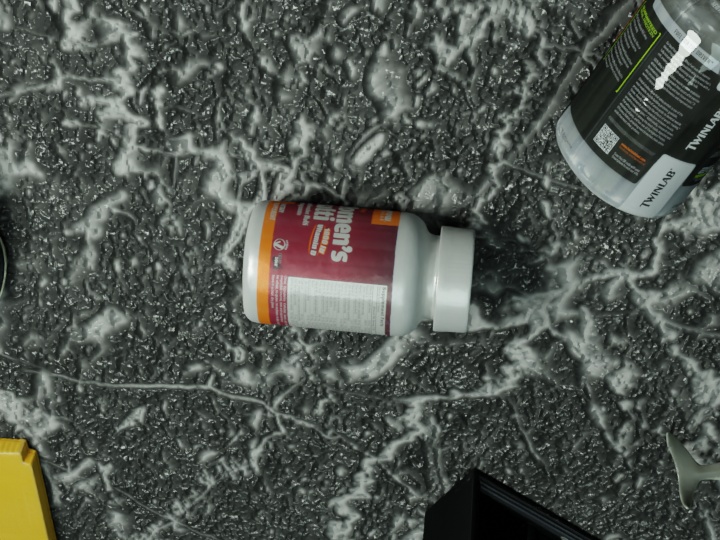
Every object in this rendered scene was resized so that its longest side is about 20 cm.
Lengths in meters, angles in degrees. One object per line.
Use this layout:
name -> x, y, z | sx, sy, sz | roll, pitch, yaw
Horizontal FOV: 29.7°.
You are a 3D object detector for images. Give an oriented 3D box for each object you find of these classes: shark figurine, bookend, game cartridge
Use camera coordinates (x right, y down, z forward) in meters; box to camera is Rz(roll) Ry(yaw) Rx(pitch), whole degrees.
shark figurine -> 0.413, 0.189, 1.334 | 0.212, 0.128, 0.091 | 10, 105, 22
bookend -> 0.162, 0.343, 1.393 | 0.197, 0.201, 0.092 | 32, 126, -16
game cartridge -> -0.447, 0.252, 1.516 | 0.197, 0.033, 0.178 | 2, 128, 3

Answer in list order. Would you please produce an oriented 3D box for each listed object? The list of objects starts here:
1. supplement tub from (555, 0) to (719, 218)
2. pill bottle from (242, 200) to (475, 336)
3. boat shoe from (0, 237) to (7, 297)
supplement tub -> 0.249, -0.149, 1.046 | 0.121, 0.123, 0.201 | 25, 128, -12
pill bottle -> 0.000, 0.000, 1.205 | 0.197, 0.110, 0.111 | 5, 129, 4
boat shoe -> -0.373, -0.037, 1.256 | 0.073, 0.063, 0.202 | 1, 129, -2
